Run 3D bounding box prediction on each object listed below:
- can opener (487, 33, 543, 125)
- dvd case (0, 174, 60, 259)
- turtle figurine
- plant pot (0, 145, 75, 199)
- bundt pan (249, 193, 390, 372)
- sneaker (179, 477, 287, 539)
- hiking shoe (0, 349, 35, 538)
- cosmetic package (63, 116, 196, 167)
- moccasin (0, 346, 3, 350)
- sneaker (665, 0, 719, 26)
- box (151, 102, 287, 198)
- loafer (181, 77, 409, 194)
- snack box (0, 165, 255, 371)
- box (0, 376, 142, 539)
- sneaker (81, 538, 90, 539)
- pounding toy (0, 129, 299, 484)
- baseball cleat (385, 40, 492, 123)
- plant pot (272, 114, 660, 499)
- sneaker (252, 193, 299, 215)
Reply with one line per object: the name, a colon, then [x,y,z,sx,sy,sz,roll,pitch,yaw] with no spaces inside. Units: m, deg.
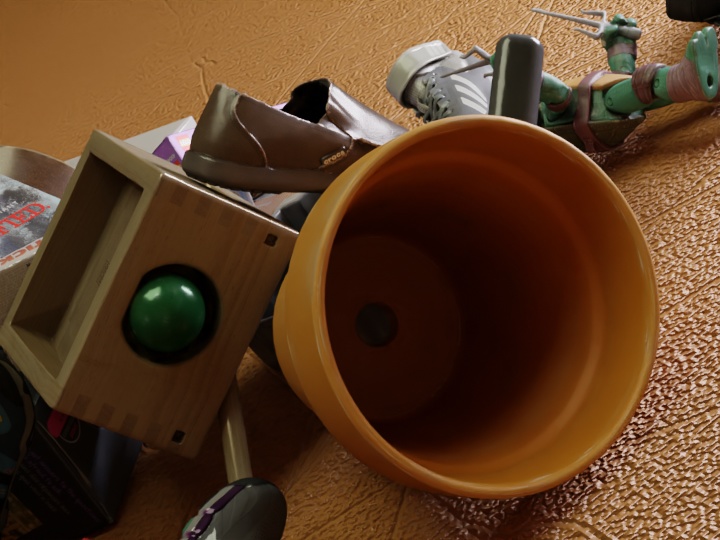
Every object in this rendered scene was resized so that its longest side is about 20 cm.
can opener: [0.104,-0.053,1.107,0.066,0.053,0.200,2,72,2]
dvd case: [-0.271,-0.019,1.283,0.200,0.022,0.146,21,35,27]
turtle figurine: [0.167,-0.132,1.213,0.200,0.101,0.150,-2,20,36]
plant pot: [-0.298,0.034,1.404,0.187,0.187,0.200,-16,41,33]
bundt pan: [0.000,0.000,1.192,0.202,0.076,0.202,-27,25,13]
sneaker: [-0.071,0.201,0.917,0.087,0.074,0.200,5,51,34]
hiking shoe: [-0.250,0.133,1.081,0.074,0.200,0.087,11,36,1]
cosmetic package: [-0.212,-0.048,1.513,0.200,0.108,0.085,-15,27,32]
moccasin: [-0.217,0.042,1.279,0.200,0.080,0.068,16,55,8]
sneaker: [0.290,-0.210,1.267,0.104,0.060,0.200,6,23,25]
box: [-0.110,-0.073,1.370,0.200,0.039,0.137,-22,-15,-49]
loafer: [-0.014,-0.084,1.087,0.200,0.071,0.073,0,13,-36]
snack box: [-0.164,-0.010,1.190,0.200,0.072,0.024,-29,25,-17]
box: [-0.268,0.139,1.218,0.200,0.106,0.122,-24,25,19]
sneaker: [-0.178,0.196,1.037,0.085,0.077,0.200,-41,24,-31]
pounding toy: [-0.120,0.037,1.092,0.184,0.142,0.200,-65,28,3]
baseball cleat: [0.063,-0.113,1.306,0.200,0.106,0.070,-66,-4,-63]
plant pot: [0.036,0.028,0.978,0.200,0.200,0.183,-42,9,-21]
sneaker: [-0.078,-0.021,1.337,0.200,0.074,0.080,-38,26,-12]
